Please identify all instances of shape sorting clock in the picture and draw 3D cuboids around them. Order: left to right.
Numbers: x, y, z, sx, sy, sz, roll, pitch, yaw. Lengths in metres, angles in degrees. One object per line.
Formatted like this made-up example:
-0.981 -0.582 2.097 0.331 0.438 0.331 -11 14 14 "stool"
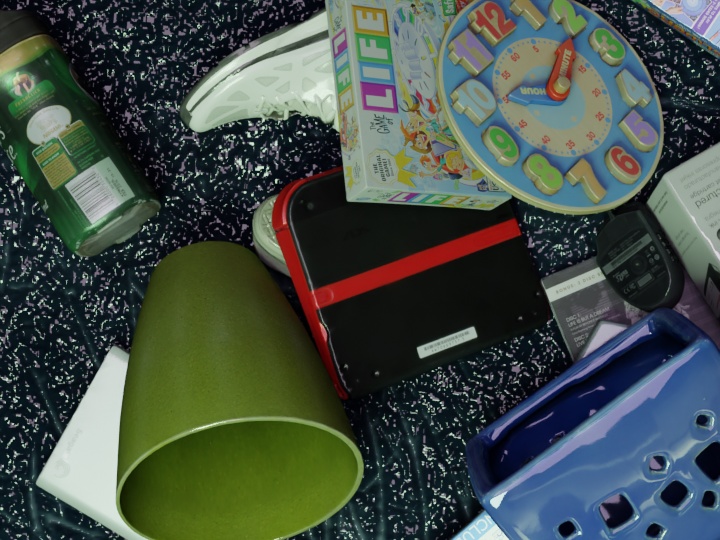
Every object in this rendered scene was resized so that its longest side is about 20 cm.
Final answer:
0.152 -0.137 1.351 0.199 0.039 0.201 9 60 -16 "shape sorting clock"

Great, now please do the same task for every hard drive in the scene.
-0.149 0.168 1.413 0.199 0.026 0.132 30 90 4 "hard drive"

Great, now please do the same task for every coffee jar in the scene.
-0.249 -0.113 1.394 0.085 0.104 0.201 -33 85 -1 "coffee jar"

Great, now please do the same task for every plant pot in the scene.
-0.106 0.083 1.335 0.186 0.188 0.201 -15 53 3 "plant pot"
0.207 0.161 1.258 0.199 0.200 0.180 -35 93 3 "plant pot"

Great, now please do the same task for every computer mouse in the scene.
0.202 -0.054 1.386 0.059 0.034 0.201 -36 71 32 "computer mouse"

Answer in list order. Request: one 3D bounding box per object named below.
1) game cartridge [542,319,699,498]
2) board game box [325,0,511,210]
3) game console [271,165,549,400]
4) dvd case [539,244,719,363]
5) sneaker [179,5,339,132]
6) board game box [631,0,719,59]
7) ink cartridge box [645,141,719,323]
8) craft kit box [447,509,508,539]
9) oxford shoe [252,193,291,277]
0.252 0.130 1.365 0.199 0.041 0.134 31 95 5 "game cartridge"
0.044 -0.151 1.354 0.134 0.034 0.202 2 73 -29 "board game box"
0.040 -0.010 1.372 0.199 0.031 0.178 -19 90 -21 "game console"
0.251 0.071 1.393 0.148 0.016 0.201 -23 87 4 "dvd case"
-0.041 -0.138 1.394 0.200 0.076 0.116 -28 84 0 "sneaker"
0.311 -0.281 1.395 0.135 0.034 0.201 35 90 4 "board game box"
0.339 -0.014 1.335 0.144 0.084 0.201 -30 78 -8 "ink cartridge box"
0.100 0.319 1.369 0.200 0.049 0.198 -41 82 8 "craft kit box"
0.000 0.000 1.398 0.199 0.058 0.076 26 67 -9 "oxford shoe"
